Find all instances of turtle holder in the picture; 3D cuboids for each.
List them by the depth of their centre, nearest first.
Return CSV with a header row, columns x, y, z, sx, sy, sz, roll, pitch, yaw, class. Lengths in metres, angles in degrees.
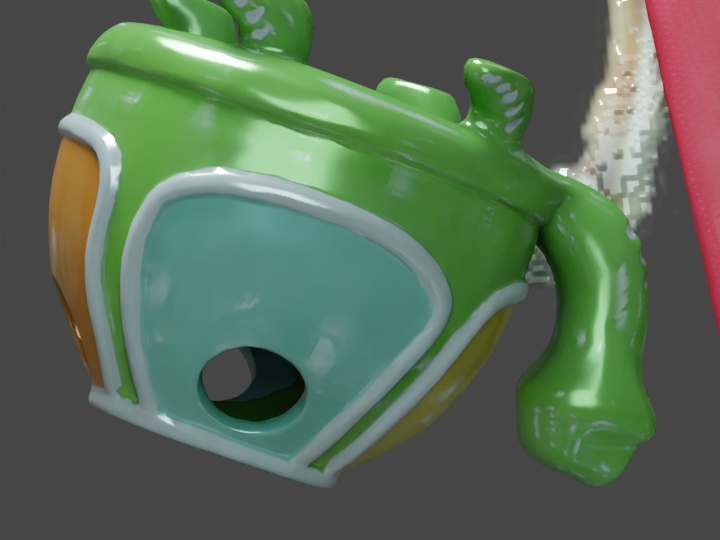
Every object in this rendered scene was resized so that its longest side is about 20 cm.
x,y,z,sx,sy,sz,roll,pitch,yaw,class
-0.009,-0.003,0.834,0.185,0.141,0.132,22,86,-35,turtle holder

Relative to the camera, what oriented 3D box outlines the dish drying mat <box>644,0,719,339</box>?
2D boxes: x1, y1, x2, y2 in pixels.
x,y,z,sx,sy,sz,roll,pitch,yaw,class
0.147,-0.015,0.890,0.077,0.018,0.200,-9,72,-5,dish drying mat
